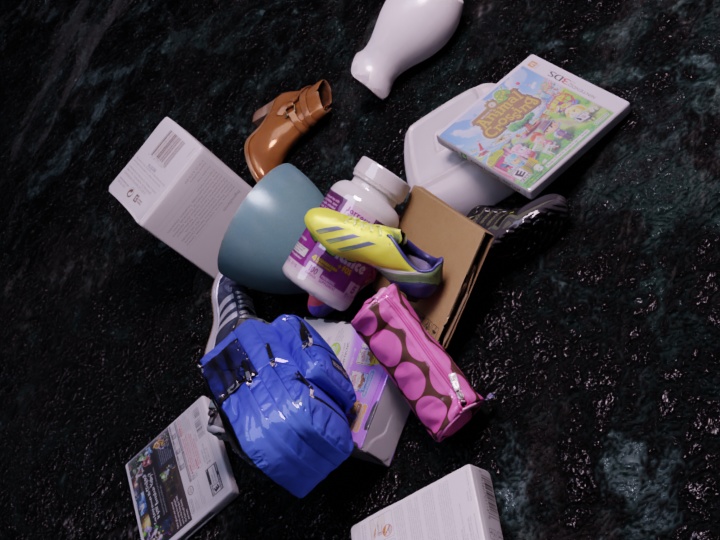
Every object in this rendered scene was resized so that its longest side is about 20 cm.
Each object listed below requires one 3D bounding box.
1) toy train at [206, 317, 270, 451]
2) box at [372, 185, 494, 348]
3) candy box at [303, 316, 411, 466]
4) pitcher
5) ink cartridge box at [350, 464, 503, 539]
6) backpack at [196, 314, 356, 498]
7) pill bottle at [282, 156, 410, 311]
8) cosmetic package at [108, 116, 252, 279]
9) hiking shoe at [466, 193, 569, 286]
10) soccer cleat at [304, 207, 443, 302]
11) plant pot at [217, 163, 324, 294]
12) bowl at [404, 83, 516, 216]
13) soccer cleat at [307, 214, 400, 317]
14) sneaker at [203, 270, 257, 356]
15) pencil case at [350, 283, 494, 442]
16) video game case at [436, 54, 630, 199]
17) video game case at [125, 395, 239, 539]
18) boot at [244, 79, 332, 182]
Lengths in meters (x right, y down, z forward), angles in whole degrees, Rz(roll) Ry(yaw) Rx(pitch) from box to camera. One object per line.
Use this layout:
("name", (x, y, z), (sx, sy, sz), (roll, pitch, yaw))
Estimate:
("toy train", (-0.160, 0.165, 1.490), (0.085, 0.114, 0.202), (0, 61, 43))
("box", (0.093, -0.010, 1.380), (0.200, 0.021, 0.165), (41, 113, 57))
("candy box", (-0.022, 0.161, 1.399), (0.199, 0.071, 0.169), (5, 66, 44))
("pitcher", (0.074, -0.405, 1.700), (0.200, 0.121, 0.172), (-46, 24, 23))
("ink cartridge box", (0.080, 0.345, 1.202), (0.199, 0.050, 0.163), (-36, 43, 30))
("backpack", (-0.094, 0.168, 1.285), (0.168, 0.162, 0.201), (-41, 43, 9))
("pill bottle", (-0.015, -0.054, 1.432), (0.112, 0.112, 0.201), (34, 93, 49))
("cosmetic package", (-0.287, -0.121, 1.749), (0.167, 0.200, 0.167), (-51, 40, 0))
("hiking shoe", (0.184, -0.061, 1.367), (0.199, 0.076, 0.101), (-31, 48, 24))
("soccer cleat", (0.021, -0.037, 1.326), (0.065, 0.199, 0.084), (-52, -10, -48))
("plant pot", (-0.105, -0.043, 1.559), (0.134, 0.200, 0.201), (32, 84, 13))
("bowl", (0.145, -0.175, 1.489), (0.199, 0.074, 0.202), (-28, 47, 26))
("soccer cleat", (0.000, 0.000, 1.506), (0.200, 0.067, 0.077), (-48, 54, 6))
("sneaker", (-0.184, 0.073, 1.612), (0.108, 0.070, 0.202), (-16, 58, 40))
("pencil case", (0.071, 0.110, 1.275), (0.090, 0.094, 0.200), (-36, 75, -12))
("video game case", (0.234, -0.201, 1.388), (0.200, 0.022, 0.182), (-40, 51, -16))
("video game case", (-0.276, 0.319, 1.558), (0.182, 0.023, 0.201), (-41, 42, 12))
("boot", (-0.119, -0.241, 1.791), (0.154, 0.077, 0.201), (-21, 42, 26))
